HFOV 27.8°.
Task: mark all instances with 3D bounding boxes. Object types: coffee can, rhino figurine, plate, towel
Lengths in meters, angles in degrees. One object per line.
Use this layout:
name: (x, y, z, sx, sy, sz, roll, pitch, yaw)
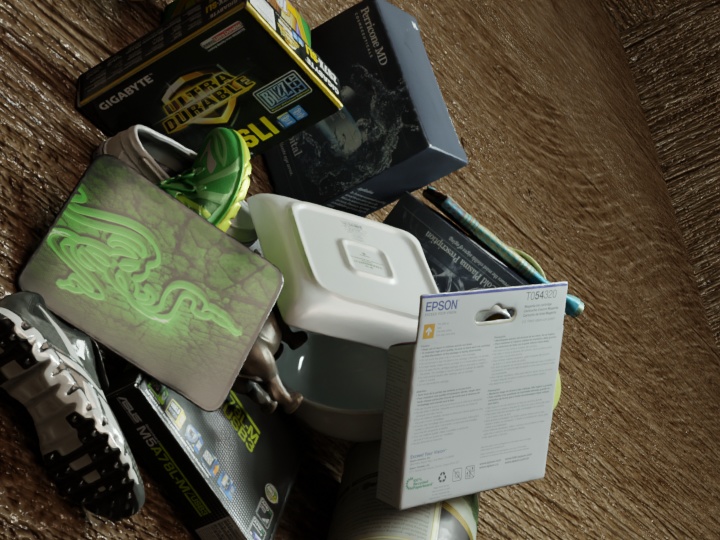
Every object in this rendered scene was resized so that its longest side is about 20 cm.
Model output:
coffee can: (0.040, 0.259, 1.404, 0.147, 0.146, 0.200, 55, 24, -22)
rhino figurine: (-0.095, 0.047, 1.328, 0.087, 0.060, 0.200, 42, 25, -25)
plate: (0.000, 0.000, 1.395, 0.199, 0.032, 0.200, 14, 33, -27)
towel: (0.158, -0.024, 1.633, 0.200, 0.022, 0.147, 40, 1, -10)

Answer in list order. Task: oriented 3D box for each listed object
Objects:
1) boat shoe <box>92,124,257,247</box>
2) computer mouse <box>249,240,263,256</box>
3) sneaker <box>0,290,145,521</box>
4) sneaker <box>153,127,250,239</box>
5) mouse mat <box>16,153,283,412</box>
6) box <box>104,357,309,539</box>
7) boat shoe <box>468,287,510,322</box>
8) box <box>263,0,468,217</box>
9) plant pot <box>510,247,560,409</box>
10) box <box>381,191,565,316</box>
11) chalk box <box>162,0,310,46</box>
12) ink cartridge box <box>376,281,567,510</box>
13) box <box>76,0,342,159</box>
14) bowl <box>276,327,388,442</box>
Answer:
boat shoe: (-0.159, -0.076, 1.386, 0.200, 0.065, 0.074, 25, 45, -43)
computer mouse: (-0.118, 0.039, 1.446, 0.059, 0.034, 0.201, 27, 49, -42)
sneaker: (-0.218, 0.095, 1.109, 0.200, 0.066, 0.091, 56, 26, -14)
sneaker: (-0.163, -0.054, 1.296, 0.084, 0.074, 0.201, 40, 63, -26)
mouse mat: (-0.171, 0.008, 1.223, 0.200, 0.008, 0.161, 34, 54, -12)
box: (-0.131, 0.134, 1.289, 0.200, 0.047, 0.193, 58, 25, -17)
boat shoe: (0.129, 0.121, 1.450, 0.070, 0.071, 0.201, -133, -140, -66)
box: (-0.010, -0.177, 1.678, 0.117, 0.199, 0.197, 13, 55, -62)
plant pot: (0.164, 0.103, 1.822, 0.201, 0.200, 0.185, -91, 159, -45)
box: (0.081, 0.051, 1.569, 0.200, 0.182, 0.104, 40, 7, 35)
chalk box: (-0.132, -0.209, 1.541, 0.124, 0.124, 0.201, 46, 27, -37)
ink cartridge box: (0.105, 0.109, 1.352, 0.196, 0.043, 0.201, -3, 103, -41)
box: (-0.142, -0.169, 1.380, 0.160, 0.199, 0.049, 43, 29, -44)
bowl: (0.001, 0.104, 1.432, 0.201, 0.200, 0.091, -81, 173, -54)
